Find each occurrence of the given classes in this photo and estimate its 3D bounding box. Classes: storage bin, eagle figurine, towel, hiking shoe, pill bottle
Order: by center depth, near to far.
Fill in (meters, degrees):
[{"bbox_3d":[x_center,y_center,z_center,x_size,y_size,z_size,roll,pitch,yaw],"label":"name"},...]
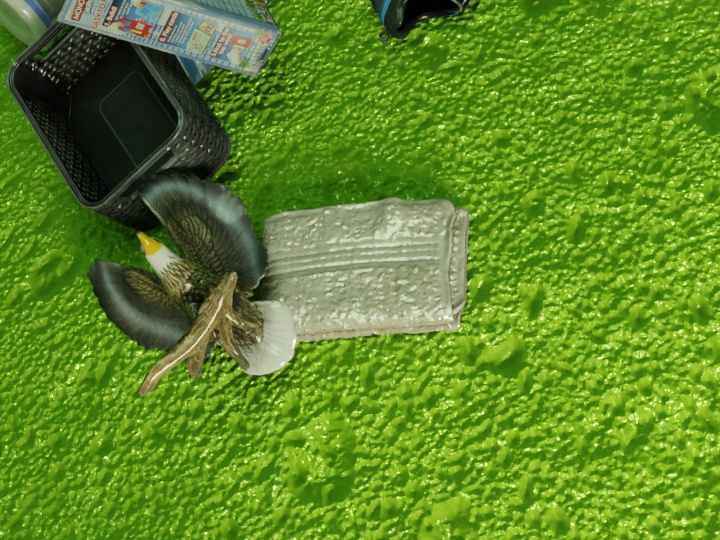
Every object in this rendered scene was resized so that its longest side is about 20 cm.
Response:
[{"bbox_3d":[-0.154,0.009,1.276,0.151,0.151,0.200,-14,23,-16],"label":"eagle figurine"},{"bbox_3d":[0.000,0.000,1.294,0.199,0.035,0.133,-6,57,15],"label":"towel"},{"bbox_3d":[-0.236,-0.154,1.401,0.135,0.094,0.200,-41,64,11],"label":"storage bin"},{"bbox_3d":[0.102,-0.297,1.434,0.200,0.074,0.087,-26,61,13],"label":"hiking shoe"},{"bbox_3d":[-0.316,-0.346,1.572,0.114,0.114,0.200,33,73,32],"label":"pill bottle"}]

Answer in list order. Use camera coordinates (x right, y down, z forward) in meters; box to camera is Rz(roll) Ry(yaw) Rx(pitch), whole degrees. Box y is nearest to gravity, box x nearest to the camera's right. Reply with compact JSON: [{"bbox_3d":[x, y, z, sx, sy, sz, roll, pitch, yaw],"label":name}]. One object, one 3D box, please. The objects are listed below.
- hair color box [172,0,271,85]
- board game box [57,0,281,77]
[{"bbox_3d":[-0.155,-0.298,1.519,0.100,0.061,0.200,31,72,28],"label":"hair color box"},{"bbox_3d":[-0.205,-0.283,1.381,0.062,0.200,0.200,-55,50,35],"label":"board game box"}]
